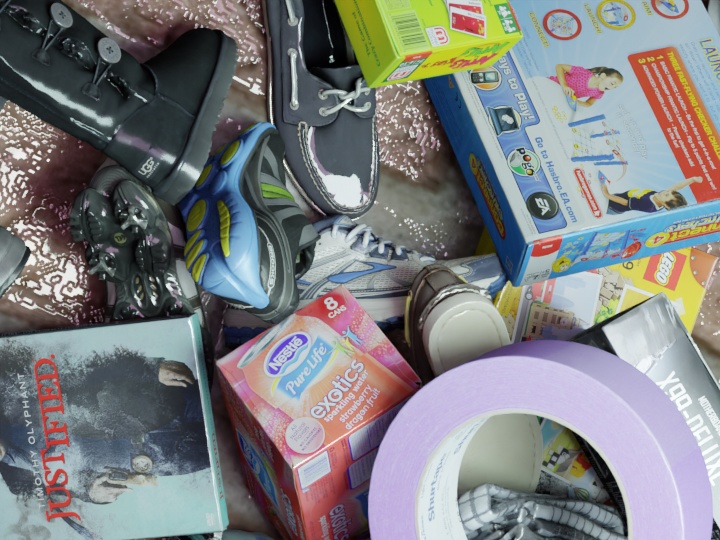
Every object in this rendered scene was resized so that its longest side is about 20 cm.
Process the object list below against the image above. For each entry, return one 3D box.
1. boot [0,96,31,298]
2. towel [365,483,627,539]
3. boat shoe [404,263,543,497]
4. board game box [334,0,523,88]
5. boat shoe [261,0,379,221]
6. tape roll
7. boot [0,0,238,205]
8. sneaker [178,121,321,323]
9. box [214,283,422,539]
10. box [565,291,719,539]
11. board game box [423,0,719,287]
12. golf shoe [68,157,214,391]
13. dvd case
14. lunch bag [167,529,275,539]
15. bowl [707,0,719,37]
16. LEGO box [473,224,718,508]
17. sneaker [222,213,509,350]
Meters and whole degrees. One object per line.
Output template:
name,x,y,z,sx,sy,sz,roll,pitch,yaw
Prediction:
boot,-0.256,-0.055,1.573,0.200,0.070,0.132,-44,115,-9
towel,0.086,0.213,1.605,0.200,0.165,0.086,19,49,-55
boat shoe,0.071,0.084,1.586,0.072,0.060,0.200,-23,129,-9
board game box,0.021,-0.226,1.595,0.101,0.048,0.201,-13,75,-32
boat shoe,-0.025,-0.128,1.631,0.072,0.063,0.201,-13,99,-16
tape roll,0.107,0.145,1.450,0.199,0.066,0.201,4,99,25
boot,-0.180,-0.149,1.537,0.200,0.165,0.066,31,122,-17
sneaker,-0.070,-0.029,1.569,0.071,0.200,0.083,-39,115,19
box,-0.019,0.111,1.577,0.102,0.200,0.095,-32,63,-12
box,0.188,0.104,1.548,0.050,0.200,0.158,-29,86,-11
board game box,0.163,-0.102,1.639,0.195,0.056,0.200,-12,59,-16
golf shoe,-0.135,0.009,1.602,0.077,0.095,0.201,-2,124,8
dvd case,-0.193,0.109,1.575,0.199,0.022,0.147,-5,98,12
lunch bag,-0.094,0.268,1.593,0.077,0.160,0.201,9,93,-18
bowl,0.302,-0.168,1.696,0.094,0.201,0.201,-7,99,28
LEGO box,0.141,0.057,1.691,0.149,0.077,0.201,20,89,-17
sneaker,0.000,0.000,1.622,0.199,0.077,0.086,-9,84,6
